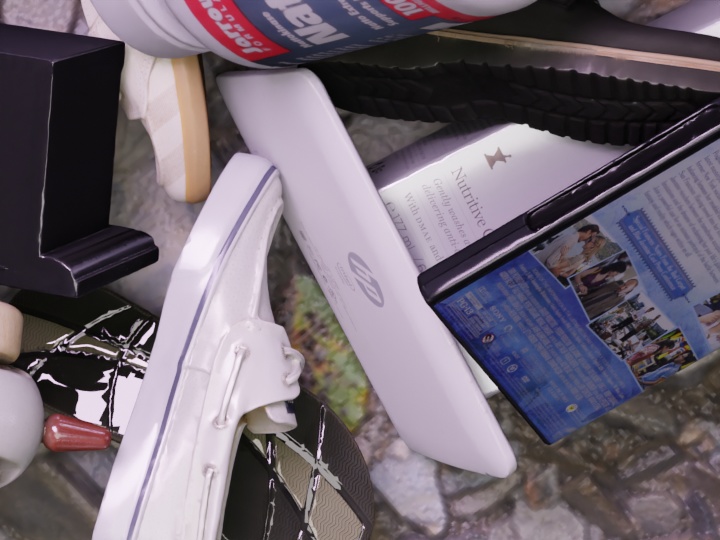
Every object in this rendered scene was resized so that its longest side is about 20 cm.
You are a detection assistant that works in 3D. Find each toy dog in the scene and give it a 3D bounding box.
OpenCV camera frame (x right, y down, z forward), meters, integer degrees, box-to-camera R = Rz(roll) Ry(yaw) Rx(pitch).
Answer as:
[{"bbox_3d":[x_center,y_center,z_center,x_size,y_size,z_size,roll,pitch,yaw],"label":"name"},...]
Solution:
[{"bbox_3d":[-0.177,0.072,1.225,0.096,0.200,0.132,16,92,-23],"label":"toy dog"}]

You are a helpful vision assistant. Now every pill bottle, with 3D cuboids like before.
[{"bbox_3d":[-0.019,-0.146,1.125,0.200,0.119,0.120,-10,108,45],"label":"pill bottle"}]

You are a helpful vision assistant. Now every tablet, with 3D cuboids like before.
[{"bbox_3d":[0.000,0.000,1.237,0.014,0.130,0.201,-32,103,-16],"label":"tablet"}]

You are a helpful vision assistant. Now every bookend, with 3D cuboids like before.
[{"bbox_3d":[-0.187,-0.107,1.190,0.198,0.092,0.201,9,103,17],"label":"bookend"}]

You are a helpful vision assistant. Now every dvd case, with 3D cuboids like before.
[{"bbox_3d":[0.137,-0.009,1.184,0.200,0.018,0.143,-30,141,9],"label":"dvd case"}]

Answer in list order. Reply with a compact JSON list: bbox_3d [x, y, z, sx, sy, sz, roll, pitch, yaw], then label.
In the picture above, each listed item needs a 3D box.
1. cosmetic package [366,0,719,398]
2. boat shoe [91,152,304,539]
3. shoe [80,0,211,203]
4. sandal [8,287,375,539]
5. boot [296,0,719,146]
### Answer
[{"bbox_3d":[0.109,-0.036,1.256,0.199,0.081,0.113,-28,101,5],"label":"cosmetic package"},{"bbox_3d":[-0.058,0.050,1.226,0.070,0.071,0.201,17,80,6],"label":"boat shoe"},{"bbox_3d":[-0.104,-0.126,1.235,0.053,0.070,0.201,-12,95,0],"label":"shoe"},{"bbox_3d":[-0.077,0.070,1.288,0.201,0.057,0.080,35,80,8],"label":"sandal"},{"bbox_3d":[0.081,-0.134,1.193,0.199,0.078,0.139,9,71,13],"label":"boot"}]
